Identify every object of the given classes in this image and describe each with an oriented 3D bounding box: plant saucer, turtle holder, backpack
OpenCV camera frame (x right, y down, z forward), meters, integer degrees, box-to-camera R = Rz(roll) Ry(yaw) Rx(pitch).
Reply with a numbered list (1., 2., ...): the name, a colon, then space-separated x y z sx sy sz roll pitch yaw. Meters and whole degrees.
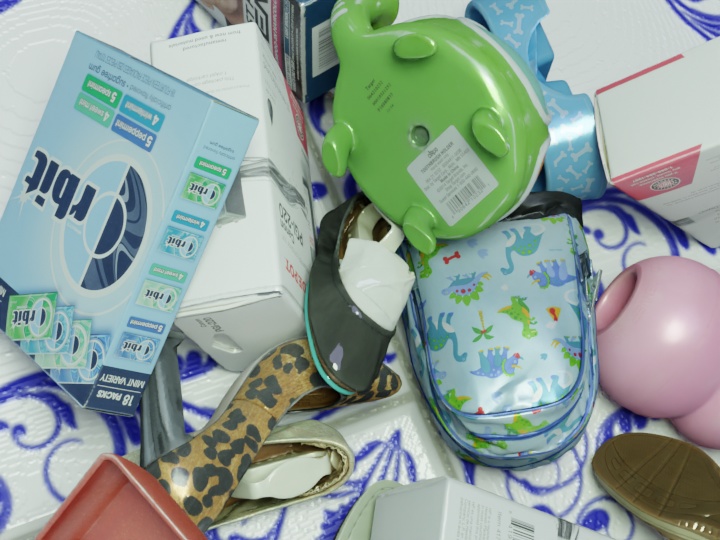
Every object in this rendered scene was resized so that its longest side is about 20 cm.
1. plant saucer: -0.122 0.229 0.715 0.200 0.200 0.037 46 33 7
2. turtle holder: 0.047 -0.111 0.825 0.184 0.143 0.131 27 32 22
3. backpack: 0.103 0.044 0.871 0.160 0.154 0.204 -4 82 0

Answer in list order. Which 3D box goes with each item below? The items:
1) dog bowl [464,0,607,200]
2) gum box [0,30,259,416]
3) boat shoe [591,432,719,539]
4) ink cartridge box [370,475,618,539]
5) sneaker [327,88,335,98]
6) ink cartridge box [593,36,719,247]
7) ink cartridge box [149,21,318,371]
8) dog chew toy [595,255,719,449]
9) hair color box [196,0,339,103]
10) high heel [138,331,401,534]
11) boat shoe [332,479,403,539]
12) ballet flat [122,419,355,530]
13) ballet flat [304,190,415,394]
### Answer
1. dog bowl: 0.139 -0.145 0.975 0.049 0.112 0.203 -18 73 -7
2. gum box: -0.167 -0.036 0.772 0.044 0.169 0.203 17 100 -47
3. boat shoe: 0.251 0.184 0.856 0.071 0.065 0.199 -37 41 -23
4. ink cartridge box: 0.101 0.238 0.780 0.198 0.085 0.149 25 60 -29
5. sneaker: 0.046 -0.156 0.939 0.200 0.109 0.070 44 44 10
6. ink cartridge box: 0.293 -0.098 0.927 0.199 0.145 0.084 20 57 -49
7. ink cartridge box: -0.084 -0.047 0.840 0.083 0.146 0.203 -9 69 9
8. dog chew toy: 0.272 0.079 0.913 0.199 0.124 0.125 35 63 -8
9. hair color box: -0.082 -0.232 0.921 0.060 0.101 0.200 -31 60 -23
10. high heel: -0.053 0.117 0.781 0.197 0.071 0.145 6 58 -27
11. boat shoe: -0.008 0.241 0.795 0.071 0.061 0.204 23 62 -17
12. ballet flat: -0.096 0.143 0.804 0.197 0.062 0.069 -15 100 -20
13. ballet flat: 0.000 0.000 0.815 0.068 0.068 0.201 37 24 -23
